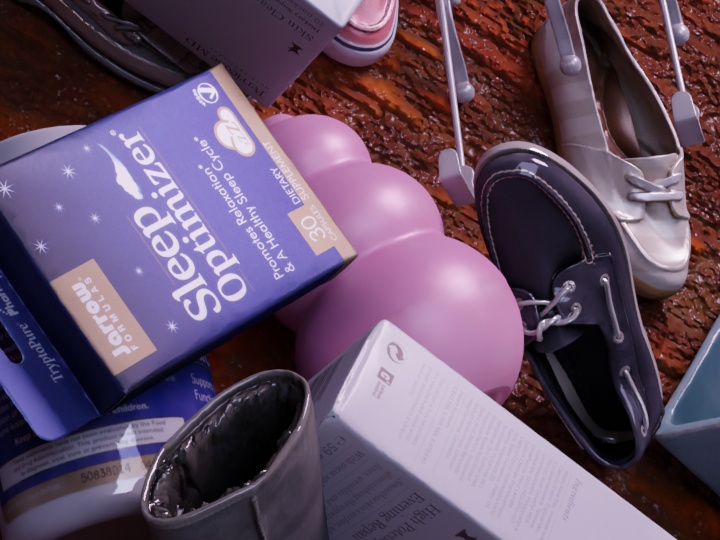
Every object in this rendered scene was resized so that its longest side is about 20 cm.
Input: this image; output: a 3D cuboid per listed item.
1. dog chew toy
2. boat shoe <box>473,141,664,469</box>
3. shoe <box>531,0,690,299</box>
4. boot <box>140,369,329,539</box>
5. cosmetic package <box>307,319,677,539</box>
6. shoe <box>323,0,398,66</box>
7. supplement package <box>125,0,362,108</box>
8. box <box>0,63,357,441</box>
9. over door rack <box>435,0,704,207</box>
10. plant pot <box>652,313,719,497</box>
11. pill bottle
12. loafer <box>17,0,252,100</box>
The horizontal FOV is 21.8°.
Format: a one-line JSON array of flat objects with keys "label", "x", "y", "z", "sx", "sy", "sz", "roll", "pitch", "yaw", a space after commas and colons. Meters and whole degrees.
[{"label": "dog chew toy", "x": 0.000, "y": 0.000, "z": 1.006, "sx": 0.124, "sy": 0.125, "sz": 0.200, "roll": -22, "pitch": 69, "yaw": -31}, {"label": "boat shoe", "x": 0.117, "y": 0.023, "z": 1.026, "sx": 0.200, "sy": 0.073, "sz": 0.063, "roll": 63, "pitch": 22, "yaw": -24}, {"label": "shoe", "x": 0.157, "y": -0.079, "z": 1.150, "sx": 0.070, "sy": 0.053, "sz": 0.200, "roll": -9, "pitch": 70, "yaw": -28}, {"label": "boot", "x": -0.064, "y": 0.167, "z": 0.842, "sx": 0.072, "sy": 0.200, "sz": 0.182, "roll": 21, "pitch": 56, "yaw": 20}, {"label": "cosmetic package", "x": 0.051, "y": 0.124, "z": 0.916, "sx": 0.200, "sy": 0.102, "sz": 0.074, "roll": 37, "pitch": 48, "yaw": -9}, {"label": "shoe", "x": -0.003, "y": -0.229, "z": 1.125, "sx": 0.071, "sy": 0.091, "sz": 0.200, "roll": 3, "pitch": 65, "yaw": -23}, {"label": "supplement package", "x": -0.073, "y": -0.219, "z": 1.003, "sx": 0.200, "sy": 0.111, "sz": 0.156, "roll": 36, "pitch": 62, "yaw": -8}, {"label": "box", "x": -0.103, "y": -0.013, "z": 0.876, "sx": 0.200, "sy": 0.032, "sz": 0.121, "roll": -32, "pitch": 85, "yaw": -42}, {"label": "over door rack", "x": 0.118, "y": -0.121, "z": 1.092, "sx": 0.147, "sy": 0.067, "sz": 0.200, "roll": -15, "pitch": 46, "yaw": 15}, {"label": "plant pot", "x": 0.331, "y": 0.084, "z": 1.078, "sx": 0.200, "sy": 0.196, "sz": 0.196, "roll": 49, "pitch": 55, "yaw": -16}, {"label": "pill bottle", "x": -0.136, "y": 0.038, "z": 0.923, "sx": 0.116, "sy": 0.116, "sz": 0.200, "roll": -5, "pitch": 69, "yaw": -26}, {"label": "loafer", "x": -0.137, "y": -0.161, "z": 1.048, "sx": 0.200, "sy": 0.063, "sz": 0.072, "roll": 30, "pitch": 57, "yaw": -9}]
